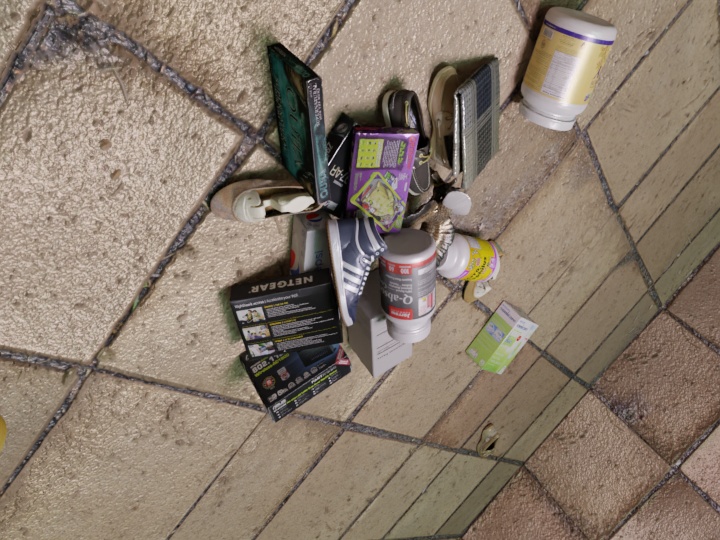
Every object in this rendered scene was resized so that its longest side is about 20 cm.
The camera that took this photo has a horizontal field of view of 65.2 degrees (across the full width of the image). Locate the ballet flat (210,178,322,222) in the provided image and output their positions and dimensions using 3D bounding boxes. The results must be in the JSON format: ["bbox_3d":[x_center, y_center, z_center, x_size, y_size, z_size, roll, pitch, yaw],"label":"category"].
[{"bbox_3d":[-0.149,-0.115,0.928,0.193,0.068,0.070,-13,125,-13],"label":"ballet flat"}]

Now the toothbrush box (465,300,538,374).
[{"bbox_3d":[0.442,0.213,1.758,0.144,0.086,0.203,21,107,-49],"label":"toothbrush box"}]

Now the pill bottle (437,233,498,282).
[{"bbox_3d":[0.241,-0.032,1.350,0.196,0.104,0.106,7,120,-44],"label":"pill bottle"}]

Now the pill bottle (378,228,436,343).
[{"bbox_3d":[0.094,0.033,1.111,0.113,0.115,0.206,-21,124,-25],"label":"pill bottle"}]

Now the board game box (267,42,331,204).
[{"bbox_3d":[-0.093,-0.222,0.864,0.027,0.136,0.205,-23,136,-21],"label":"board game box"}]

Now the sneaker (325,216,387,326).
[{"bbox_3d":[0.000,0.000,1.031,0.104,0.070,0.207,-10,110,-6],"label":"sneaker"}]

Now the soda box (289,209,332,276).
[{"bbox_3d":[-0.097,-0.014,1.098,0.066,0.064,0.205,-14,132,-28],"label":"soda box"}]

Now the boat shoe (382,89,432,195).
[{"bbox_3d":[0.097,-0.230,1.034,0.072,0.059,0.206,-47,129,-35],"label":"boat shoe"}]

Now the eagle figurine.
[{"bbox_3d":[0.128,-0.099,1.167,0.204,0.149,0.151,-57,169,-8],"label":"eagle figurine"}]

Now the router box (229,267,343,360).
[{"bbox_3d":[-0.138,0.086,1.082,0.192,0.052,0.153,-10,126,0],"label":"router box"}]

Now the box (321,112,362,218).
[{"bbox_3d":[-0.005,-0.174,1.055,0.198,0.044,0.162,23,107,-49],"label":"box"}]

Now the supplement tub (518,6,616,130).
[{"bbox_3d":[0.411,-0.407,1.141,0.142,0.146,0.205,-12,132,-33],"label":"supplement tub"}]

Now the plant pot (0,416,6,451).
[{"bbox_3d":[-0.627,0.223,0.752,0.198,0.200,0.192,-34,124,-11],"label":"plant pot"}]

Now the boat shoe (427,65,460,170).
[{"bbox_3d":[0.174,-0.291,1.094,0.070,0.065,0.204,-24,137,-22],"label":"boat shoe"}]

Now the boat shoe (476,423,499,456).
[{"bbox_3d":[0.518,0.702,2.269,0.072,0.063,0.204,-26,138,-22],"label":"boat shoe"}]

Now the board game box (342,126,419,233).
[{"bbox_3d":[0.033,-0.158,1.017,0.115,0.033,0.205,0,127,-12],"label":"board game box"}]

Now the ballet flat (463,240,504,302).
[{"bbox_3d":[0.329,0.019,1.505,0.067,0.063,0.205,-12,131,-32],"label":"ballet flat"}]

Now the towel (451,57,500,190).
[{"bbox_3d":[0.228,-0.288,1.104,0.193,0.034,0.205,-48,139,-41],"label":"towel"}]

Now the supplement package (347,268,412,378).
[{"bbox_3d":[0.044,0.119,1.293,0.117,0.122,0.204,-25,138,-21],"label":"supplement package"}]

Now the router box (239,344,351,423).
[{"bbox_3d":[-0.135,0.194,1.177,0.196,0.150,0.063,-31,140,-16],"label":"router box"}]
